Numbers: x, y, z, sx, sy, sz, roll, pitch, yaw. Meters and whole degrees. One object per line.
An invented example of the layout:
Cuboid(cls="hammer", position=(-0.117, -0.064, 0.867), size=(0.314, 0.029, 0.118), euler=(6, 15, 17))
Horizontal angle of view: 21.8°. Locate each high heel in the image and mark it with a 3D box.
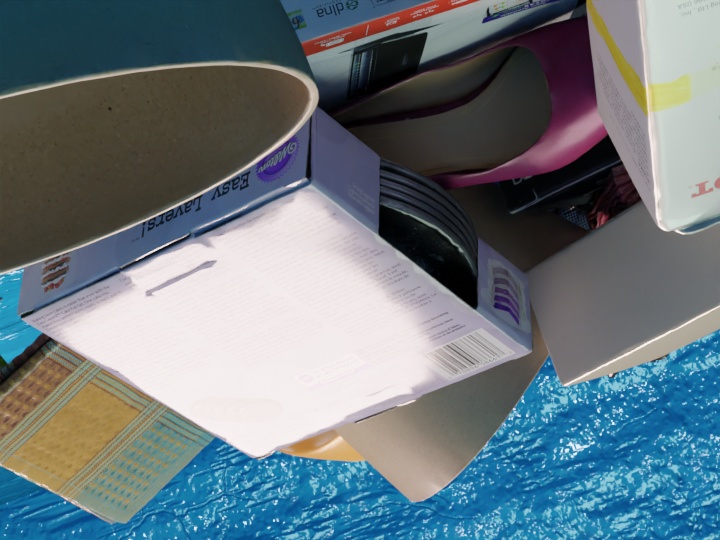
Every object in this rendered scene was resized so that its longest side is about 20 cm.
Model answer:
Cuboid(cls="high heel", position=(0.043, -0.069, 0.885), size=(0.199, 0.068, 0.096), euler=(-27, 166, 34))

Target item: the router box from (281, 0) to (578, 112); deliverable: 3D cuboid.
Cuboid(cls="router box", position=(0.004, -0.117, 0.880), size=(0.198, 0.049, 0.180), euler=(-19, 172, -4))

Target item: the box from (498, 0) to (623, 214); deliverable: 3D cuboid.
Cuboid(cls="box", position=(0.190, -0.125, 1.030), size=(0.196, 0.119, 0.199), euler=(-26, 169, 40))

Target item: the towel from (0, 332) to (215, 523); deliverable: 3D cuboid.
Cuboid(cls="towel", position=(-0.135, 0.071, 1.064), size=(0.146, 0.022, 0.200), euler=(-42, 151, 2))

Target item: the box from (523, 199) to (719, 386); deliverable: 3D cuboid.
Cuboid(cls="box", position=(0.173, -0.009, 0.934), size=(0.082, 0.069, 0.200), euler=(-13, 168, -36))

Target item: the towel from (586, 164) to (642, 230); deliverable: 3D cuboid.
Cuboid(cls="towel", position=(0.223, -0.065, 1.013), size=(0.198, 0.023, 0.144), euler=(-20, 173, 0))

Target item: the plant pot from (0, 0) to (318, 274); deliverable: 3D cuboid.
Cuboid(cls="plant pot", position=(-0.125, -0.078, 0.507), size=(0.198, 0.136, 0.200), euler=(-18, 173, -2))

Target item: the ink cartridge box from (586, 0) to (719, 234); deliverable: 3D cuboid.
Cuboid(cls="ink cartridge box", position=(0.167, -0.126, 0.764), size=(0.144, 0.084, 0.201), euler=(-19, 141, -3))

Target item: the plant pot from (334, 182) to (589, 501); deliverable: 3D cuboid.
Cuboid(cls="plant pot", position=(0.000, 0.000, 1.079), size=(0.188, 0.199, 0.187), euler=(-54, -172, 12))

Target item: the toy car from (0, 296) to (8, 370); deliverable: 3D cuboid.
Cuboid(cls="toy car", position=(-0.284, 0.061, 1.126), size=(0.163, 0.159, 0.200), euler=(-30, -177, 6))

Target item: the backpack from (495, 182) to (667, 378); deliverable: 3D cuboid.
Cuboid(cls="backpack", position=(0.167, -0.051, 1.277), size=(0.146, 0.202, 0.183), euler=(26, -169, 19))

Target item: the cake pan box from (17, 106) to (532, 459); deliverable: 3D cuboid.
Cuboid(cls="cake pan box", position=(-0.038, 0.013, 0.927), size=(0.199, 0.053, 0.184), euler=(-24, 141, 32))

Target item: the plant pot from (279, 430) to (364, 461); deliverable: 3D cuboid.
Cuboid(cls="plant pot", position=(-0.068, 0.021, 1.228), size=(0.182, 0.202, 0.200), euler=(7, 158, -38))
